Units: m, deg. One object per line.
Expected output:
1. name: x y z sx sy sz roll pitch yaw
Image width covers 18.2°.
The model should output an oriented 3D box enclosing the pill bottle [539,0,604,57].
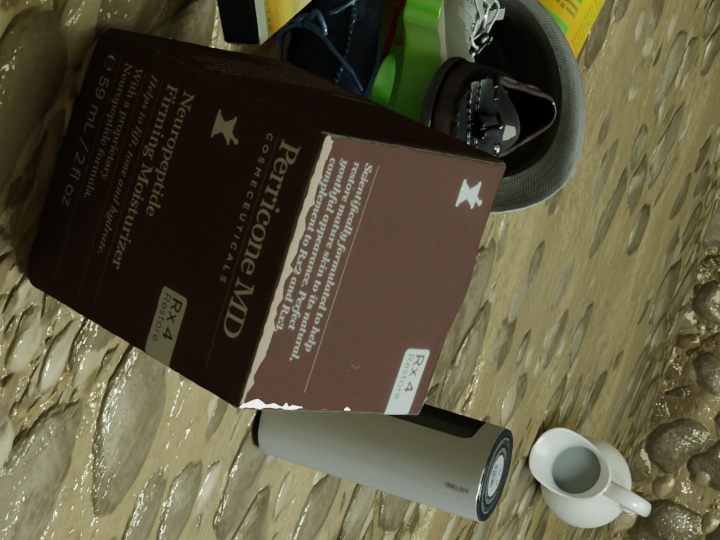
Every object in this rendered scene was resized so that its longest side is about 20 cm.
1. pill bottle: 0.141 -0.216 1.942 0.200 0.111 0.111 -63 162 -20

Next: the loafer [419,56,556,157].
1. loafer: 0.089 -0.110 1.543 0.200 0.063 0.072 -33 130 -72

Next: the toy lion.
1. toy lion: 0.020 -0.148 1.598 0.200 0.068 0.192 -114 -138 -66

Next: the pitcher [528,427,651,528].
1. pitcher: 0.316 0.289 2.987 0.121 0.171 0.200 -56 161 -5

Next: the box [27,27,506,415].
1. box: -0.057 -0.029 1.320 0.164 0.200 0.166 7 106 -48

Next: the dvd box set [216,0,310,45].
1. dvd box set: -0.039 -0.250 1.425 0.200 0.029 0.147 -48 137 -49

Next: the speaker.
1. speaker: 0.019 0.140 1.837 0.081 0.199 0.081 16 90 -71

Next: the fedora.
1. fedora: 0.086 -0.138 1.811 0.090 0.176 0.201 153 -77 -74

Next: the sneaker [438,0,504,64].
1. sneaker: 0.074 -0.187 1.674 0.075 0.082 0.201 138 -46 -62

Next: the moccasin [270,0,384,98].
1. moccasin: -0.027 -0.182 1.546 0.068 0.080 0.201 39 52 -45
